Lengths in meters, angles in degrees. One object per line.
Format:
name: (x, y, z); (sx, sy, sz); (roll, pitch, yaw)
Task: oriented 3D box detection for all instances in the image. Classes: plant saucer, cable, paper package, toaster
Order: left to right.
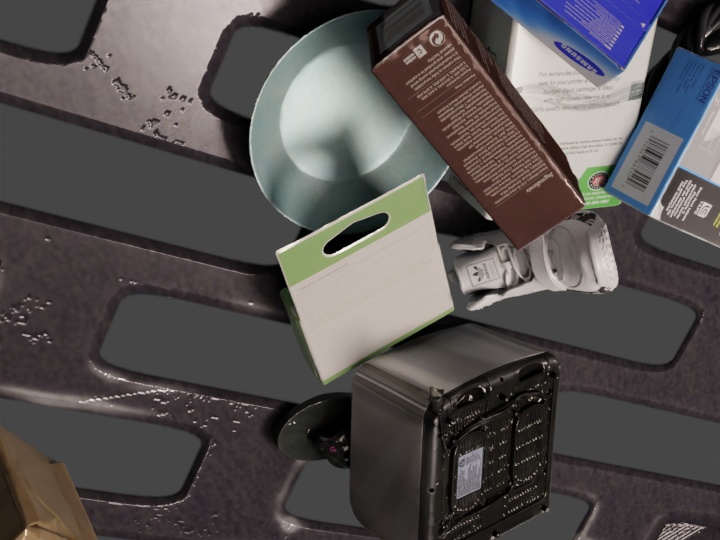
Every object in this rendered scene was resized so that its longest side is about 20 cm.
paper package: (-0.322, 0.249, 1.127); (0.200, 0.191, 0.103); (-46, 128, 1)
plant saucer: (-0.006, -0.128, 1.171); (0.201, 0.039, 0.201); (-13, 121, -21)
toaster: (0.090, 0.153, 1.295); (0.181, 0.119, 0.200); (-19, 120, -39)
cable: (0.337, -0.158, 1.324); (0.163, 0.051, 0.200); (32, 100, -37)

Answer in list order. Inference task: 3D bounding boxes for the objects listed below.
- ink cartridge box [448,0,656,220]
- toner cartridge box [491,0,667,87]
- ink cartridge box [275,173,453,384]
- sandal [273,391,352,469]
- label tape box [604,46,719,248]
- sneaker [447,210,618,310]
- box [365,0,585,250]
ink cartridge box: (0.167, -0.156, 1.216); (0.146, 0.083, 0.200); (-6, 120, -24)
toner cartridge box: (0.144, -0.245, 1.100); (0.200, 0.043, 0.095); (38, 67, -8)
ink cartridge box: (0.000, 0.000, 1.212); (0.145, 0.048, 0.200); (-29, 141, -10)
sandal: (0.012, 0.162, 1.339); (0.200, 0.048, 0.075); (8, 113, -32)
label tape box: (0.330, -0.100, 1.263); (0.200, 0.066, 0.144); (18, 103, -42)
sneaker: (0.149, -0.004, 1.235); (0.115, 0.200, 0.075); (-17, 96, -10)
box: (0.091, -0.124, 1.103); (0.075, 0.100, 0.200); (-36, 113, 15)
